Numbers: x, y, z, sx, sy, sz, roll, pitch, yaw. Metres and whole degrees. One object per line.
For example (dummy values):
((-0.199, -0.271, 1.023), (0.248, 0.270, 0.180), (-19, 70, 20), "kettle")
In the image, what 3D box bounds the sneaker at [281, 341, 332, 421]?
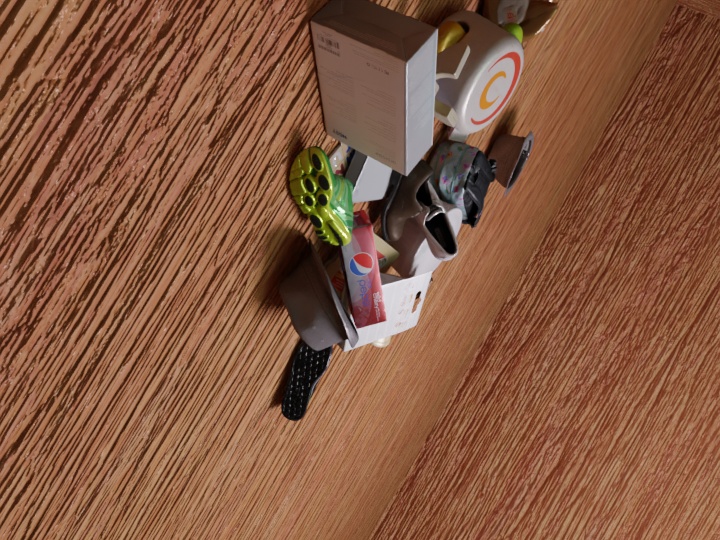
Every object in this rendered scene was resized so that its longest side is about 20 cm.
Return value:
((-0.114, 0.211, 1.294), (0.083, 0.070, 0.204), (-71, -173, -77), "sneaker")

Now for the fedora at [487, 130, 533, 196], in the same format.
((0.398, -0.305, 1.718), (0.200, 0.089, 0.180), (-48, 158, -42), "fedora")

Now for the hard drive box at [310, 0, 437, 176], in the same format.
((0.021, -0.252, 0.868), (0.077, 0.154, 0.202), (-49, 157, -25), "hard drive box")

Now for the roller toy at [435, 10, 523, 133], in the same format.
((0.186, -0.355, 1.125), (0.198, 0.139, 0.185), (-28, 148, -38), "roller toy")

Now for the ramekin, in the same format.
((0.132, -0.075, 1.396), (0.202, 0.094, 0.204), (-44, 157, -24), "ramekin")

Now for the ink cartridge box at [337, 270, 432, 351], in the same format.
((0.046, 0.071, 1.310), (0.196, 0.050, 0.165), (-18, 137, -32), "ink cartridge box")

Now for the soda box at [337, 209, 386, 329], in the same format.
((0.000, 0.000, 1.139), (0.062, 0.070, 0.204), (-14, 120, -6), "soda box")

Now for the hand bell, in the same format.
((0.089, 0.075, 1.386), (0.200, 0.105, 0.103), (-42, 170, 35), "hand bell")

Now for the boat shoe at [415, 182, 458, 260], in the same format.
((0.142, -0.117, 1.256), (0.073, 0.203, 0.065), (-32, -178, -10), "boat shoe")

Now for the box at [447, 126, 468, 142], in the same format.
((0.233, -0.347, 1.285), (0.201, 0.040, 0.040), (116, -20, -53), "box")

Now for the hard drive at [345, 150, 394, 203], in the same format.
((0.036, -0.189, 1.131), (0.199, 0.026, 0.134), (-22, 139, -63), "hard drive")

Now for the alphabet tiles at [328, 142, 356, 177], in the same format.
((-0.007, -0.204, 1.064), (0.201, 0.007, 0.168), (-53, 157, -19), "alphabet tiles")

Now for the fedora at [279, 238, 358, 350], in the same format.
((-0.079, 0.057, 1.063), (0.089, 0.178, 0.202), (-27, 136, -2), "fedora")

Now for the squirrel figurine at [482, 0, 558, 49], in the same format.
((0.308, -0.502, 1.264), (0.202, 0.140, 0.187), (-57, 173, 33), "squirrel figurine")

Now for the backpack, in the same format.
((0.226, -0.204, 1.417), (0.200, 0.124, 0.171), (33, 72, -68), "backpack")

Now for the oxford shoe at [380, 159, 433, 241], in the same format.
((0.091, -0.124, 1.208), (0.073, 0.083, 0.202), (-46, 160, -41), "oxford shoe")

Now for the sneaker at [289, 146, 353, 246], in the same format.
((-0.056, -0.123, 0.983), (0.202, 0.072, 0.085), (71, 29, -53), "sneaker")

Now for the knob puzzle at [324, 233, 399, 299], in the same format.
((-0.024, 0.012, 1.255), (0.217, 0.030, 0.223), (-32, 145, -26), "knob puzzle")

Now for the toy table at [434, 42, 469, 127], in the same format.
((0.086, -0.287, 1.004), (0.199, 0.115, 0.188), (-10, 124, -63), "toy table")
